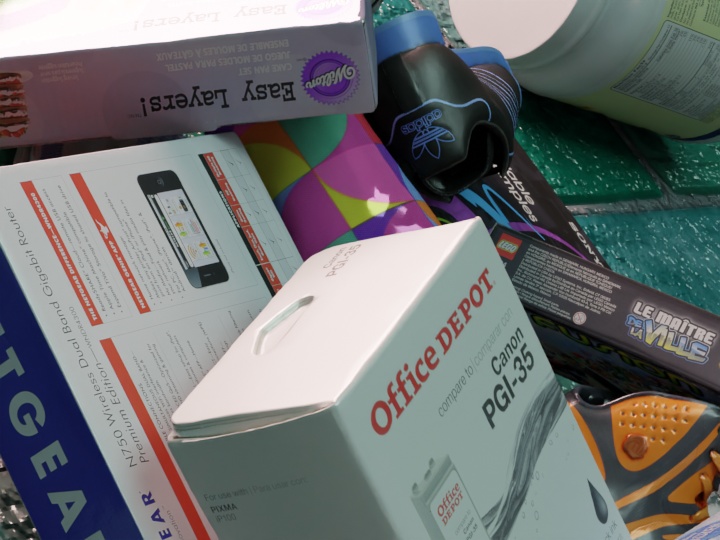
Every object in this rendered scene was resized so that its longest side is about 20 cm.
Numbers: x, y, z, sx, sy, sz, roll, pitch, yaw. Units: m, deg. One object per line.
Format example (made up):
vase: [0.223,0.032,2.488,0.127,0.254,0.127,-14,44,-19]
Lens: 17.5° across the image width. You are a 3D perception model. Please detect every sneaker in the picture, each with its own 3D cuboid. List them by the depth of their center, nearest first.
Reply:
sneaker: [0.162,0.128,1.102,0.200,0.112,0.078,39,-13,-8]
sneaker: [0.045,-0.070,1.168,0.078,0.070,0.200,67,15,11]

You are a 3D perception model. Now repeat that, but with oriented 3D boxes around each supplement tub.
supplement tub: [0.167,-0.168,1.468,0.200,0.145,0.145,14,41,-41]

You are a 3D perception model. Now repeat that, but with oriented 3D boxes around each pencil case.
pencil case: [0.000,0.000,1.076,0.088,0.088,0.200,-5,51,-53]

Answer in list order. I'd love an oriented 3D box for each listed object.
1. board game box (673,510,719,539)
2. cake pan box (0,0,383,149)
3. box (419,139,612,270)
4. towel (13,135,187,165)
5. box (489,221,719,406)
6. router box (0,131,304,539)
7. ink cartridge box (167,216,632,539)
board game box: [0.187,0.201,1.003,0.199,0.043,0.201,-16,89,-57]
cake pan box: [-0.084,-0.126,1.081,0.199,0.052,0.184,-5,35,5]
box: [0.044,-0.040,1.254,0.143,0.036,0.200,56,26,20]
towel: [-0.078,-0.011,1.095,0.200,0.024,0.147,32,29,-22]
box: [0.155,0.046,1.153,0.200,0.035,0.110,24,-13,26]
router box: [-0.074,0.047,0.957,0.179,0.049,0.200,-13,73,-56]
ink cartridge box: [0.028,0.102,0.920,0.200,0.083,0.147,64,36,-19]
